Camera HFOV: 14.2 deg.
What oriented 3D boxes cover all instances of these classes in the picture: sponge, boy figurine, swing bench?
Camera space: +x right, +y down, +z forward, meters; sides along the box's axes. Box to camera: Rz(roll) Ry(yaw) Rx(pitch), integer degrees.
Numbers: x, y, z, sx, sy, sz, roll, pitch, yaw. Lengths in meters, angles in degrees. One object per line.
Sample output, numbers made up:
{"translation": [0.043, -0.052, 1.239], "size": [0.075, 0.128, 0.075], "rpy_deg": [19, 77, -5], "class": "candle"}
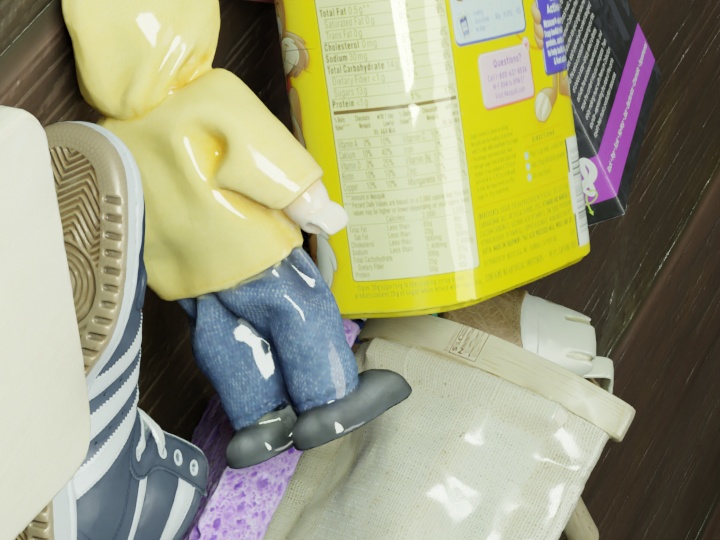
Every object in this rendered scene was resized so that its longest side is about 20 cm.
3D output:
{"translation": [-0.068, 0.112, 1.149], "size": [0.112, 0.030, 0.201], "rpy_deg": [-44, -165, 54], "class": "sponge"}
{"translation": [-0.060, -0.026, 1.078], "size": [0.064, 0.124, 0.201], "rpy_deg": [-29, 95, -45], "class": "boy figurine"}
{"translation": [0.008, 0.138, 1.186], "size": [0.200, 0.129, 0.200], "rpy_deg": [-60, 169, -17], "class": "swing bench"}

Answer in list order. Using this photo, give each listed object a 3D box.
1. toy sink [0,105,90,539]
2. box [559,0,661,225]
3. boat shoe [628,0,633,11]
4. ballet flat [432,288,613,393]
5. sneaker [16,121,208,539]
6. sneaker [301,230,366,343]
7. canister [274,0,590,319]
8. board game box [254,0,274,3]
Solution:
{"translation": [-0.180, 0.043, 0.807], "size": [0.200, 0.112, 0.131], "rpy_deg": [-48, 143, -44], "class": "toy sink"}
{"translation": [0.077, -0.137, 1.322], "size": [0.201, 0.036, 0.143], "rpy_deg": [64, 24, -22], "class": "box"}
{"translation": [0.079, -0.082, 1.426], "size": [0.075, 0.075, 0.203], "rpy_deg": [60, 33, -25], "class": "boat shoe"}
{"translation": [0.097, 0.052, 1.540], "size": [0.200, 0.072, 0.068], "rpy_deg": [53, 36, -61], "class": "ballet flat"}
{"translation": [-0.099, 0.037, 1.057], "size": [0.108, 0.070, 0.201], "rpy_deg": [-19, 124, -61], "class": "sneaker"}
{"translation": [0.000, 0.000, 1.280], "size": [0.200, 0.075, 0.089], "rpy_deg": [-39, 136, -57], "class": "sneaker"}
{"translation": [0.026, -0.092, 1.159], "size": [0.148, 0.086, 0.201], "rpy_deg": [-19, 103, -57], "class": "canister"}
{"translation": [-0.034, -0.162, 1.191], "size": [0.200, 0.019, 0.104], "rpy_deg": [-5, 103, -68], "class": "board game box"}
